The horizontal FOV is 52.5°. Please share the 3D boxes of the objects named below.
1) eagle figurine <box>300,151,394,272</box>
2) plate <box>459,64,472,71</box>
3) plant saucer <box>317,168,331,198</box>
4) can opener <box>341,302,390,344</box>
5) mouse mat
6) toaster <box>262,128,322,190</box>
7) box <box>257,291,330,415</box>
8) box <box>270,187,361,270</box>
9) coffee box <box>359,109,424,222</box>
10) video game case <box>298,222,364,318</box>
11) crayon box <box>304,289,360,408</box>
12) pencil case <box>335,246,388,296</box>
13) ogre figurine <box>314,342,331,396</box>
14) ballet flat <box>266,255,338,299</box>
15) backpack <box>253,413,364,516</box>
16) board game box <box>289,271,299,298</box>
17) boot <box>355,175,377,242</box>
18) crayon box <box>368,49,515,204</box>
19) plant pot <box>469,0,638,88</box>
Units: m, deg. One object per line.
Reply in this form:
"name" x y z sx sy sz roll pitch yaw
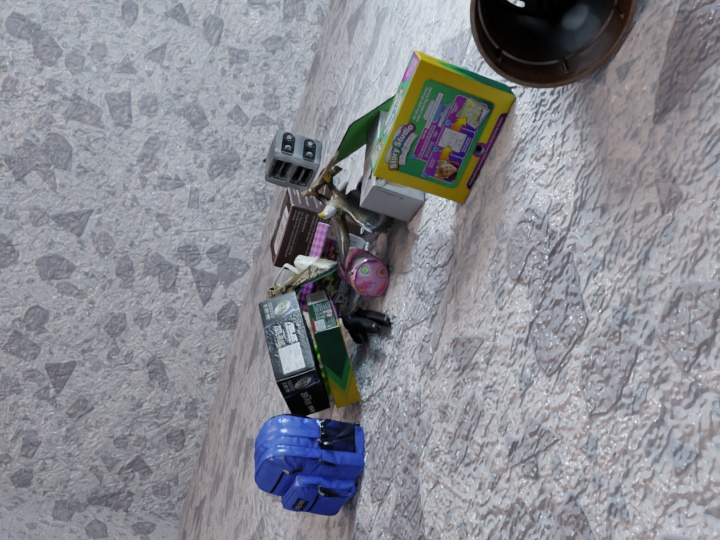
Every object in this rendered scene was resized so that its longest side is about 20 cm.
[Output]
"eagle figurine" -0.034 -0.116 1.538 0.150 0.201 0.152 -37 -9 -23
"plate" 0.170 -0.279 1.360 0.200 0.025 0.204 -164 89 -74
"plant saucer" -0.128 -0.226 2.345 0.200 0.034 0.204 -165 89 -75
"can opener" 0.016 0.106 1.509 0.063 0.079 0.200 -38 8 -20
"mouse mat" 0.018 -0.305 1.556 0.199 0.008 0.161 -41 -7 -32
"toaster" -0.253 -0.397 2.668 0.201 0.178 0.120 126 154 -49
"box" -0.138 0.177 1.526 0.165 0.085 0.202 76 175 -51
"box" -0.112 -0.088 1.852 0.165 0.197 0.168 -116 44 -67
"coffee box" 0.069 -0.215 1.495 0.080 0.111 0.203 128 154 -53
"video game case" -0.066 0.005 1.698 0.035 0.181 0.204 14 88 30
"crayon box" -0.061 0.159 1.531 0.200 0.057 0.175 -116 11 -68
"pencil case" 0.000 0.000 1.591 0.200 0.086 0.089 -141 67 -74
"ogre figurine" -0.102 0.238 1.724 0.120 0.097 0.202 -44 45 29
"ballet flat" -0.136 0.014 1.583 0.199 0.076 0.068 -35 2 34
"backpack" -0.105 0.369 1.402 0.169 0.197 0.164 -92 24 -48
"board game box" -0.127 0.046 1.961 0.200 0.100 0.048 -144 72 -74
"boot" 0.019 -0.149 1.649 0.074 0.089 0.201 -90 22 -44
"crayon box" 0.128 -0.228 1.186 0.059 0.170 0.202 -100 30 -57
"plant pot" 0.235 -0.373 0.942 0.200 0.197 0.202 -83 16 -51
